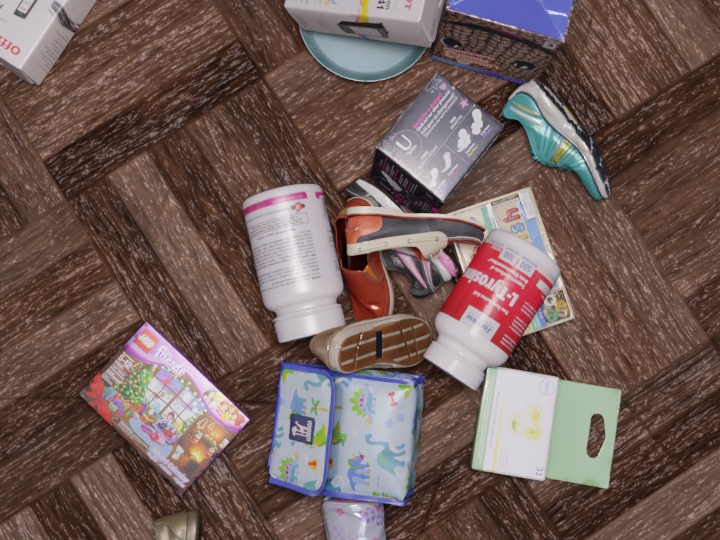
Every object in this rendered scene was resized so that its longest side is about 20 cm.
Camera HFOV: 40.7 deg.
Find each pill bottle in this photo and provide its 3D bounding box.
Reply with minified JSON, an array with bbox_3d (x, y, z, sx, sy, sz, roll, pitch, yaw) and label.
[{"bbox_3d":[0.172,0.054,1.302,0.112,0.112,0.200,33,86,2],"label":"pill bottle"},{"bbox_3d":[-0.087,-0.008,1.326,0.113,0.113,0.201,-13,85,-2],"label":"pill bottle"}]

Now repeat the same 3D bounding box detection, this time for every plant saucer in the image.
[{"bbox_3d":[0.009,-0.368,1.401,0.199,0.027,0.201,0,85,-1],"label":"plant saucer"}]

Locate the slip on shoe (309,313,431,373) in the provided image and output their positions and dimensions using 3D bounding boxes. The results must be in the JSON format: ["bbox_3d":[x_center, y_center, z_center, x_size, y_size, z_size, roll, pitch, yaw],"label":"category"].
[{"bbox_3d":[0.017,0.098,1.308,0.060,0.200,0.076,10,104,42],"label":"slip on shoe"}]

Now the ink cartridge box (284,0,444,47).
[{"bbox_3d":[0.013,-0.399,1.323,0.199,0.086,0.148,11,83,20],"label":"ink cartridge box"}]

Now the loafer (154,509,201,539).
[{"bbox_3d":[-0.257,0.423,1.310,0.067,0.076,0.201,6,75,0],"label":"loafer"}]

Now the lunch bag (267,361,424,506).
[{"bbox_3d":[-0.022,0.216,1.310,0.199,0.127,0.171,6,87,12],"label":"lunch bag"}]

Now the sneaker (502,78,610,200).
[{"bbox_3d":[0.283,-0.178,1.379,0.080,0.078,0.200,-39,92,26],"label":"sneaker"}]

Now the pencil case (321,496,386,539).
[{"bbox_3d":[-0.006,0.402,1.310,0.090,0.083,0.201,-5,85,36],"label":"pencil case"}]

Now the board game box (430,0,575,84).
[{"bbox_3d":[0.191,-0.341,1.316,0.159,0.200,0.097,15,84,1],"label":"board game box"}]

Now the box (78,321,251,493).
[{"bbox_3d":[-0.269,0.188,1.342,0.200,0.039,0.137,42,85,2],"label":"box"}]

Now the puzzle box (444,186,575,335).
[{"bbox_3d":[0.209,-0.005,1.376,0.133,0.025,0.201,-19,86,-2],"label":"puzzle box"}]

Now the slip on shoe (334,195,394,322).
[{"bbox_3d":[0.000,0.000,1.324,0.074,0.061,0.201,9,117,33],"label":"slip on shoe"}]

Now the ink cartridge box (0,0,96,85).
[{"bbox_3d":[-0.469,-0.387,1.364,0.146,0.084,0.200,32,85,1],"label":"ink cartridge box"}]

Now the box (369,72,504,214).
[{"bbox_3d":[0.095,-0.159,1.298,0.115,0.200,0.132,39,85,1],"label":"box"}]

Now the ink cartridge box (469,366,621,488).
[{"bbox_3d":[0.260,0.219,1.349,0.199,0.048,0.146,10,84,2],"label":"ink cartridge box"}]

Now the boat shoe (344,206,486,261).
[{"bbox_3d":[0.073,-0.044,1.270,0.199,0.071,0.063,4,82,-23],"label":"boat shoe"}]

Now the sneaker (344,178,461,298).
[{"bbox_3d":[0.043,-0.042,1.352,0.086,0.080,0.200,-45,82,6],"label":"sneaker"}]
